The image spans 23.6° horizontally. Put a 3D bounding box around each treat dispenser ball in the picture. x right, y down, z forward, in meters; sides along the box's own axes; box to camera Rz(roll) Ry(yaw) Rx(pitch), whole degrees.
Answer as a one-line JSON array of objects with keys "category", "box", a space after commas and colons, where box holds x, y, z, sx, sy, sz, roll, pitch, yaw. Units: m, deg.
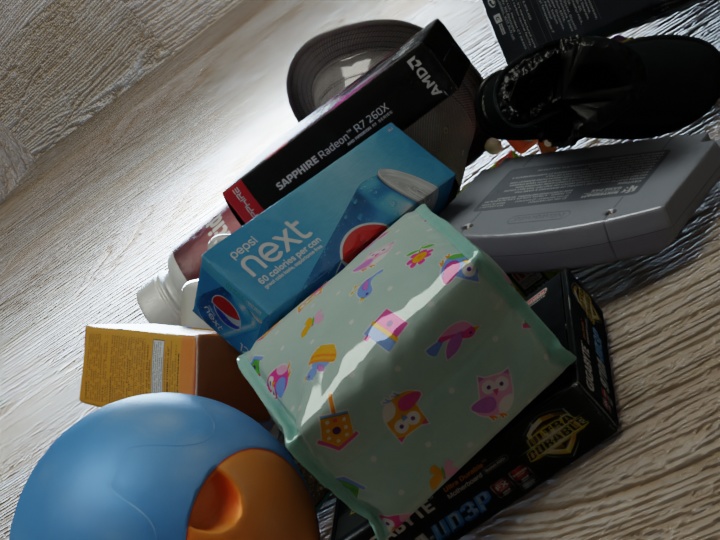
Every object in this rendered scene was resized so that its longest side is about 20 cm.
[{"category": "treat dispenser ball", "box": [-0.125, 0.180, 1.112, 0.201, 0.201, 0.201, -38, 17, 14]}]

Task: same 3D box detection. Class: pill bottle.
[{"category": "pill bottle", "box": [-0.119, -0.006, 1.714, 0.200, 0.114, 0.114, -40, 17, 9]}]

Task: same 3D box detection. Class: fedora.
[{"category": "fedora", "box": [0.026, -0.114, 1.472, 0.176, 0.200, 0.091, -9, 54, 20]}]

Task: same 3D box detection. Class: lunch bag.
[{"category": "lunch bag", "box": [0.018, 0.049, 1.086, 0.170, 0.122, 0.200, -44, 22, 0]}]

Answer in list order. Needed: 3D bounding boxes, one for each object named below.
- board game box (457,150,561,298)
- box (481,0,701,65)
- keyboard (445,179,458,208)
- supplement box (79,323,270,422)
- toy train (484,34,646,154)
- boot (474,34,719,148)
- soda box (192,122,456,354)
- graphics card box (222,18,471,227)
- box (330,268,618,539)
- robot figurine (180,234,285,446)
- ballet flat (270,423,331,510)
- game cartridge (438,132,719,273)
[{"category": "board game box", "box": [0.099, -0.015, 1.348, 0.102, 0.048, 0.200, -38, 17, 16]}, {"category": "box", "box": [0.230, -0.270, 1.430, 0.200, 0.124, 0.196, -22, 1, -34]}, {"category": "keyboard", "box": [0.000, 0.000, 1.278, 0.104, 0.040, 0.200, 9, 63, 17]}, {"category": "supplement box", "box": [-0.140, 0.074, 1.277, 0.200, 0.066, 0.069, -2, 87, 57]}, {"category": "toy train", "box": [0.184, -0.130, 1.418, 0.150, 0.056, 0.200, -41, 8, -1]}, {"category": "boot", "box": [0.184, -0.130, 1.232, 0.199, 0.077, 0.168, -8, 4, -4]}, {"category": "soda box", "box": [-0.024, -0.021, 1.217, 0.200, 0.068, 0.064, -38, -22, -34]}, {"category": "graphics card box", "box": [-0.009, -0.112, 1.341, 0.200, 0.051, 0.125, -35, 8, 17]}, {"category": "box", "box": [0.073, 0.103, 1.118, 0.200, 0.046, 0.159, -37, 17, 20]}, {"category": "robot figurine", "box": [-0.086, 0.072, 1.359, 0.113, 0.201, 0.170, 1, 0, 9]}, {"category": "ballet flat", "box": [-0.019, 0.112, 1.273, 0.200, 0.065, 0.070, -48, 13, -19]}, {"category": "game cartridge", "box": [0.150, -0.045, 1.216, 0.200, 0.041, 0.133, -5, 24, 39]}]
